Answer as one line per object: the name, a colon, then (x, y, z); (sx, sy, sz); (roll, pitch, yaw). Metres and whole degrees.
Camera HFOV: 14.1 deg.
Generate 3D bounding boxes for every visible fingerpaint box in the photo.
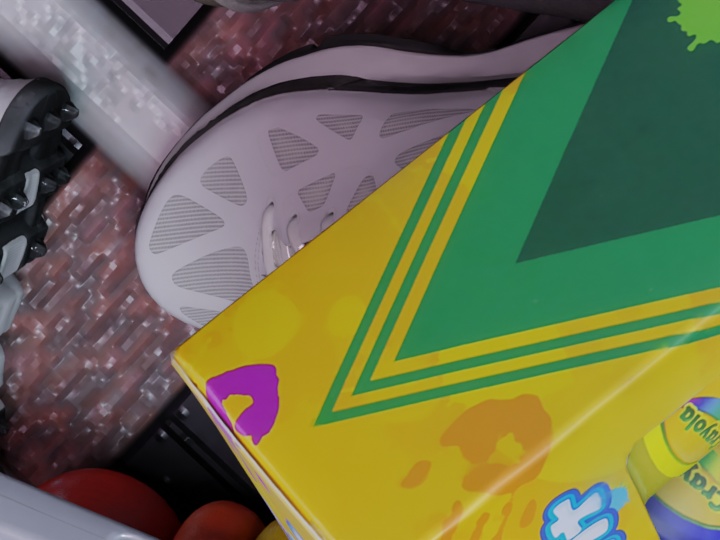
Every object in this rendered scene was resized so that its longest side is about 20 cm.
fingerpaint box: (0.072, 0.038, 0.611); (0.167, 0.200, 0.073); (-38, 55, -8)

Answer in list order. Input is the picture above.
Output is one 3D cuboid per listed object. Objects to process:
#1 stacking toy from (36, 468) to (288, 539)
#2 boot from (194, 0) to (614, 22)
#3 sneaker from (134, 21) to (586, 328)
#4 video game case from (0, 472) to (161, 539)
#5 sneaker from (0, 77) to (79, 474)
stacking toy: (-0.005, 0.096, 0.789); (0.199, 0.085, 0.086); (15, 110, 15)
boot: (0.010, -0.127, 0.662); (0.199, 0.073, 0.182); (11, 139, 51)
sneaker: (0.000, 0.000, 0.708); (0.200, 0.115, 0.076); (-12, 117, 40)
video game case: (-0.032, 0.161, 0.790); (0.181, 0.022, 0.201); (21, 132, 18)
sneaker: (-0.143, 0.031, 0.810); (0.090, 0.066, 0.201); (19, 106, 11)
